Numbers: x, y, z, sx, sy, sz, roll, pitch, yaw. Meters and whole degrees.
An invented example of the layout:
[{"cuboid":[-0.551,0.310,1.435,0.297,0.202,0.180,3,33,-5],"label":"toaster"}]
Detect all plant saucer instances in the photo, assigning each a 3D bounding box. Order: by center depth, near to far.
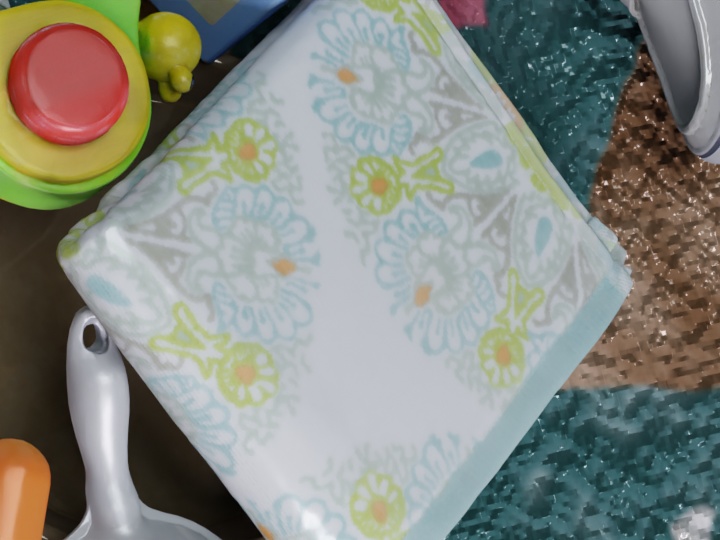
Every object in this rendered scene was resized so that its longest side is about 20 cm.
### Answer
[{"cuboid":[-0.078,0.013,0.979,0.199,0.029,0.201,6,76,-22],"label":"plant saucer"}]

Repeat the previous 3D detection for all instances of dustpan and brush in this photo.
[{"cuboid":[-0.078,0.113,0.922,0.139,0.057,0.201,-13,111,-30],"label":"dustpan and brush"}]

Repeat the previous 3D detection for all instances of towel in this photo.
[{"cuboid":[0.000,0.000,0.965,0.171,0.048,0.200,52,53,-14],"label":"towel"}]

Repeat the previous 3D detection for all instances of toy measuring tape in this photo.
[{"cuboid":[-0.141,-0.045,0.915,0.199,0.074,0.074,-19,85,-25],"label":"toy measuring tape"}]

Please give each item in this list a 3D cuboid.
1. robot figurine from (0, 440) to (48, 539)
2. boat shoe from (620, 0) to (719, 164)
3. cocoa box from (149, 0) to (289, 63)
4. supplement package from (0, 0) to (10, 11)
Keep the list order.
[{"cuboid":[-0.186,0.089,0.859,0.116,0.144,0.201,14,73,-41],"label":"robot figurine"},{"cuboid":[0.119,-0.138,1.076,0.065,0.072,0.201,-1,76,-20],"label":"boat shoe"},{"cuboid":[-0.055,-0.205,0.972,0.200,0.133,0.131,48,51,-6],"label":"cocoa box"},{"cuboid":[-0.212,-0.165,0.897,0.117,0.117,0.201,-20,85,3],"label":"supplement package"}]
